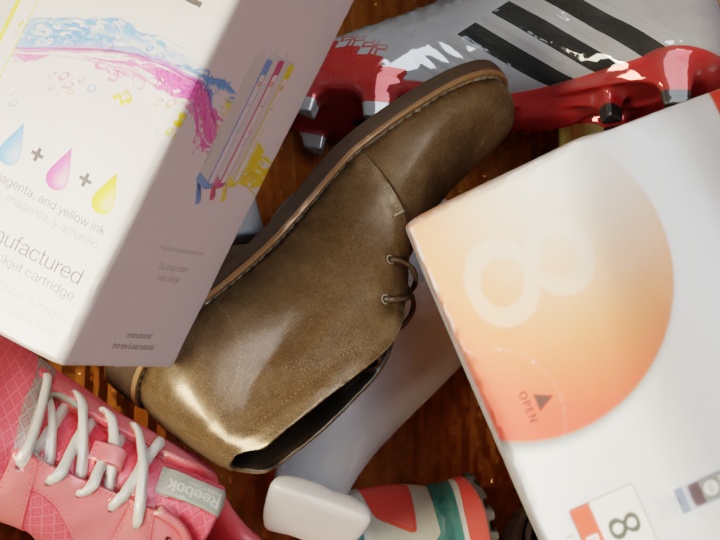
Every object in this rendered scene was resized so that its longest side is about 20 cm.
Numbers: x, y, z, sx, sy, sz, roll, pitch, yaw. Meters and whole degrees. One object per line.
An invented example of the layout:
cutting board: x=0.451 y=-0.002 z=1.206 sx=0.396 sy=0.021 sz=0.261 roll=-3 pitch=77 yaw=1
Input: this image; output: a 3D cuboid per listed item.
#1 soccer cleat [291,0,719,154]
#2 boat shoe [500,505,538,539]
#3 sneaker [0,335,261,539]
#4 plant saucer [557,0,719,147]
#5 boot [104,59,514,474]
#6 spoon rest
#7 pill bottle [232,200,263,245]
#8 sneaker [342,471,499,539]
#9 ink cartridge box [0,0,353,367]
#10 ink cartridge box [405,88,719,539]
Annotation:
soccer cleat: x=0.053 y=-0.093 z=1.170 sx=0.199 sy=0.069 sz=0.086 roll=-4 pitch=68 yaw=8
boat shoe: x=0.098 y=0.186 z=1.142 sx=0.072 sy=0.071 sz=0.201 roll=-8 pitch=82 yaw=-25
sneaker: x=-0.095 y=0.073 z=1.037 sx=0.200 sy=0.087 sz=0.074 roll=46 pitch=49 yaw=-42
plant saucer: x=0.167 y=-0.056 z=1.245 sx=0.199 sy=0.048 sz=0.201 roll=4 pitch=76 yaw=-21
boot: x=0.000 y=0.000 z=1.077 sx=0.075 sy=0.074 sz=0.200 roll=39 pitch=68 yaw=21
spoon rest: x=-0.004 y=0.035 z=1.131 sx=0.099 sy=0.061 sz=0.200 roll=22 pitch=45 yaw=-4
pill bottle: x=-0.109 y=-0.095 z=1.101 sx=0.113 sy=0.113 sz=0.201 roll=-12 pitch=82 yaw=-25
sneaker: x=0.011 y=0.181 z=1.119 sx=0.093 sy=0.070 sz=0.201 roll=-2 pitch=78 yaw=-6
ink cartridge box: x=-0.092 y=-0.083 z=0.974 sx=0.128 sy=0.125 sz=0.201 roll=27 pitch=95 yaw=13
ink cartridge box: x=0.137 y=0.016 z=1.006 sx=0.200 sy=0.050 sz=0.163 roll=-26 pitch=83 yaw=18
